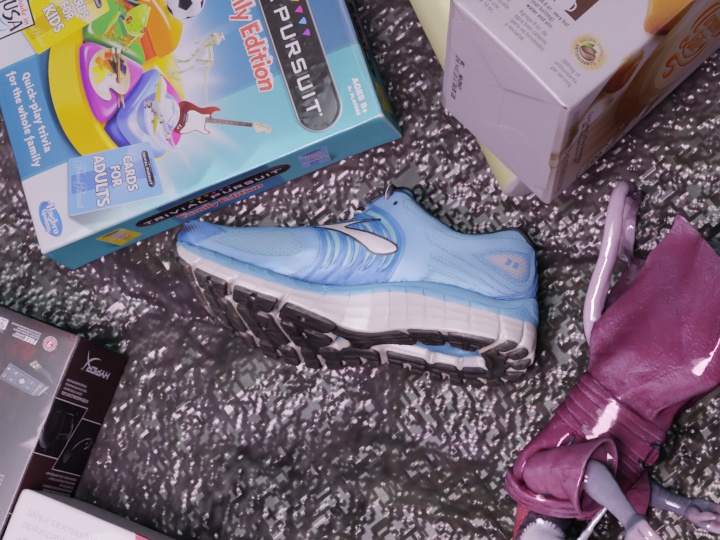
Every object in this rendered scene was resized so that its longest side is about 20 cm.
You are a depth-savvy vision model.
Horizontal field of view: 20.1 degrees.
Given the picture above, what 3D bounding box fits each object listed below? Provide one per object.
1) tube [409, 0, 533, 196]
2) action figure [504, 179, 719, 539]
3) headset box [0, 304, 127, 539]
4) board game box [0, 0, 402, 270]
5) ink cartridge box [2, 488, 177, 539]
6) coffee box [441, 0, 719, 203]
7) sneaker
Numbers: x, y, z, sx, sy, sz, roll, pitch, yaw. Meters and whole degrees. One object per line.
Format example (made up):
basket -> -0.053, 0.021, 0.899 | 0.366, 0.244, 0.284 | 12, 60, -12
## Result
tube -> 0.057, -0.136, 1.063 | 0.052, 0.058, 0.201 | -27, 76, 9
action figure -> 0.118, 0.066, 0.966 | 0.149, 0.134, 0.200 | 40, 88, 19
headset box -> -0.234, 0.109, 1.080 | 0.148, 0.077, 0.201 | 20, 84, 17
board game box -> -0.096, -0.109, 1.101 | 0.199, 0.047, 0.152 | -22, 75, 10
ink cartridge box -> -0.132, 0.231, 1.026 | 0.146, 0.083, 0.201 | 19, 85, 17
coffee box -> 0.137, -0.141, 0.981 | 0.200, 0.114, 0.080 | -42, 75, -14
sneaker -> 0.000, 0.000, 1.054 | 0.199, 0.079, 0.090 | 10, 63, 13
